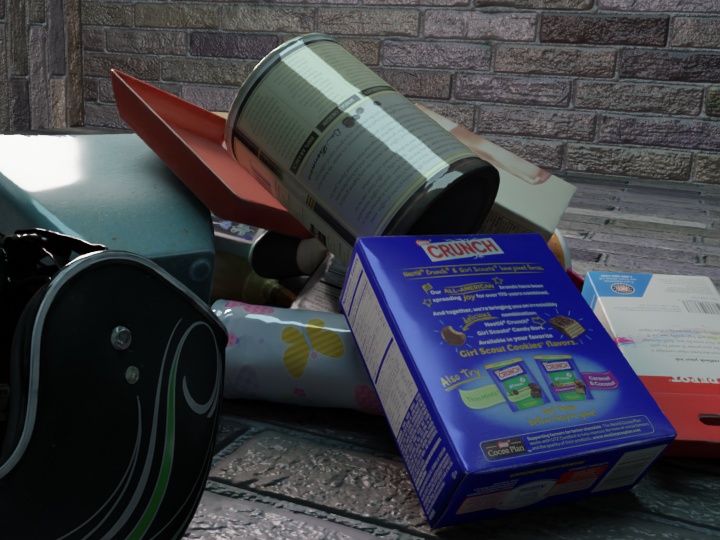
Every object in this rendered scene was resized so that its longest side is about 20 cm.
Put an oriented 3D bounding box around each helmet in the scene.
[{"bbox_3d":[-0.169,0.083,0.390,0.199,0.191,0.200,21,-20,8],"label":"helmet"}]

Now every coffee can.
[{"bbox_3d":[-0.001,-0.090,0.706,0.200,0.147,0.146,44,31,21],"label":"coffee can"}]

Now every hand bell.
[{"bbox_3d":[-0.085,0.029,0.898,0.199,0.105,0.104,26,24,31],"label":"hand bell"}]

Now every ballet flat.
[{"bbox_3d":[-0.029,-0.033,0.889,0.073,0.073,0.200,15,23,39],"label":"ballet flat"}]

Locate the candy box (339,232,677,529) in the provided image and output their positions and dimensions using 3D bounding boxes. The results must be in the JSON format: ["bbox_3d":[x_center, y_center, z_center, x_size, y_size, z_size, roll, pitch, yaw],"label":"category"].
[{"bbox_3d":[0.094,0.066,0.580,0.168,0.077,0.200,-3,47,-24],"label":"candy box"}]

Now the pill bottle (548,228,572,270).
[{"bbox_3d":[0.138,0.000,0.961,0.199,0.113,0.112,-1,14,-17],"label":"pill bottle"}]

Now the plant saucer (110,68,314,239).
[{"bbox_3d":[-0.132,-0.101,0.794,0.200,0.037,0.199,45,14,22],"label":"plant saucer"}]

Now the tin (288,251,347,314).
[{"bbox_3d":[0.000,0.000,0.804,0.042,0.200,0.112,42,-12,-24],"label":"tin"}]

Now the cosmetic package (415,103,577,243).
[{"bbox_3d":[0.118,-0.082,0.882,0.199,0.104,0.087,31,53,9],"label":"cosmetic package"}]

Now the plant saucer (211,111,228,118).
[{"bbox_3d":[-0.166,-0.148,0.989,0.199,0.036,0.201,9,33,-6],"label":"plant saucer"}]

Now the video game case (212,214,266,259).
[{"bbox_3d":[-0.191,-0.088,0.944,0.199,0.023,0.182,15,33,3],"label":"video game case"}]

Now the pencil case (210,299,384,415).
[{"bbox_3d":[-0.035,0.077,0.675,0.199,0.084,0.091,5,-25,10],"label":"pencil case"}]

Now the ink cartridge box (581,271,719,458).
[{"bbox_3d":[0.256,0.085,0.657,0.116,0.068,0.200,3,35,-3],"label":"ink cartridge box"}]

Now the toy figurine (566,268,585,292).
[{"bbox_3d":[0.149,0.047,0.790,0.183,0.151,0.200,16,38,7],"label":"toy figurine"}]

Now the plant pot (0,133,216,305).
[{"bbox_3d":[-0.235,0.001,0.738,0.195,0.197,0.200,-10,31,-42],"label":"plant pot"}]
